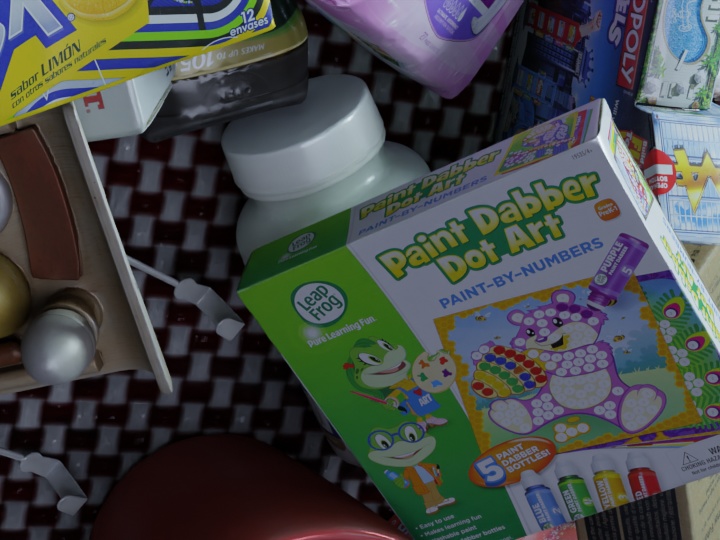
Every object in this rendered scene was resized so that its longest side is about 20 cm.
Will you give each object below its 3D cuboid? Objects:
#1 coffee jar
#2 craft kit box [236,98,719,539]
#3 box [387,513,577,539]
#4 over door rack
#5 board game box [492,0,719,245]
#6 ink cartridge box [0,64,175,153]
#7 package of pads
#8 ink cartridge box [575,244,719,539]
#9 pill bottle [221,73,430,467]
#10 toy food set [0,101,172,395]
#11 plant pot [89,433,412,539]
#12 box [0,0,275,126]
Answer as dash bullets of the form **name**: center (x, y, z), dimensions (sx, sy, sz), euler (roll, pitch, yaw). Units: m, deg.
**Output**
- **coffee jar**: center (-0.087, -0.167, 0.852), dimensions (0.104, 0.085, 0.200), euler (-17, 116, -17)
- **craft kit box**: center (0.074, 0.039, 0.855), dimensions (0.200, 0.049, 0.198), euler (-23, 113, 24)
- **box**: center (0.064, 0.199, 1.051), dimensions (0.200, 0.095, 0.103), euler (-45, 121, -1)
- **over door rack**: center (-0.183, 0.028, 0.898), dimensions (0.148, 0.067, 0.200), euler (-48, 133, 8)
- **board game box**: center (0.146, -0.094, 0.913), dimensions (0.062, 0.200, 0.200), euler (2, 109, -23)
- **ink cartridge box**: center (-0.197, -0.126, 0.781), dimensions (0.200, 0.083, 0.147), euler (-8, 114, 7)
- **package of pads**: center (0.027, -0.167, 0.850), dimensions (0.121, 0.076, 0.200), euler (-57, 160, 5)
- **ink cartridge box**: center (0.181, 0.053, 0.995), dimensions (0.200, 0.075, 0.165), euler (-46, 131, -51)
- **pill bottle**: center (0.000, 0.000, 0.938), dimensions (0.111, 0.111, 0.200), euler (-29, 118, -11)
- **toy food set**: center (-0.196, 0.010, 0.768), dimensions (0.200, 0.060, 0.144), euler (-12, 116, 10)
- **plant pot**: center (-0.062, 0.188, 0.946), dimensions (0.200, 0.177, 0.201), euler (-8, 113, -20)
- **box**: center (-0.139, -0.099, 0.676), dimensions (0.200, 0.070, 0.064), euler (-24, 118, -24)
